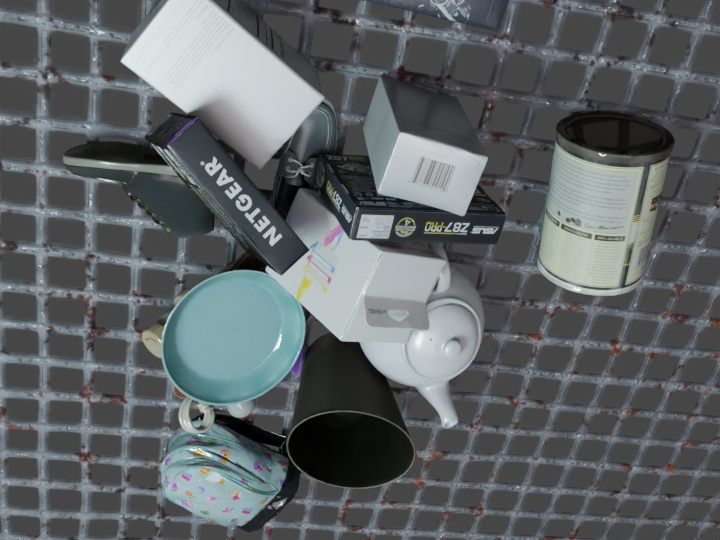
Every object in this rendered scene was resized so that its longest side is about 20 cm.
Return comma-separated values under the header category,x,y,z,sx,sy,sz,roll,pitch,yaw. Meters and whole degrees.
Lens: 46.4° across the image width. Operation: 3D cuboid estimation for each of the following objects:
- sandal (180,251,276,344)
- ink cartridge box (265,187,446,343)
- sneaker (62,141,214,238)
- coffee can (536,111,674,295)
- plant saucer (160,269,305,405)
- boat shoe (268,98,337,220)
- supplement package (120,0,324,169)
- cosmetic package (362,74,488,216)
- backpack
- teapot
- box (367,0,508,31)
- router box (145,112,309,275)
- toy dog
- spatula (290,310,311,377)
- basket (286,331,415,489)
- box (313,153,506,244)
category,x,y,z,sx,sy,sz,roll,pitch,yaw
sandal,-0.169,0.022,1.164,0.200,0.054,0.080,-39,119,-8
ink cartridge box,0.000,0.000,1.068,0.128,0.200,0.126,5,115,-46
sneaker,-0.278,-0.099,1.076,0.199,0.075,0.107,6,117,-11
coffee can,0.318,-0.089,1.110,0.146,0.147,0.201,-2,121,-5
plant saucer,-0.173,0.086,1.134,0.199,0.036,0.201,-11,117,-22
boat shoe,-0.076,-0.125,1.092,0.072,0.062,0.201,15,118,-14
supplement package,-0.157,-0.239,0.980,0.200,0.120,0.121,38,108,-25
cosmetic package,0.072,-0.156,1.011,0.112,0.200,0.081,15,117,-12
backpack,-0.208,0.315,1.306,0.200,0.127,0.167,35,115,-20
teapot,0.097,0.078,1.162,0.200,0.146,0.198,37,91,-26
box,0.090,-0.392,0.926,0.181,0.104,0.201,8,120,-13
router box,-0.159,-0.092,0.991,0.051,0.149,0.200,-44,115,-9
toy dog,-0.239,0.129,1.204,0.132,0.096,0.201,-21,94,-37
spatula,-0.078,0.060,1.220,0.020,0.056,0.201,0,120,-47
basket,-0.020,0.190,1.207,0.180,0.200,0.136,17,118,-15
box,0.058,-0.092,1.049,0.199,0.161,0.049,0,123,-22
